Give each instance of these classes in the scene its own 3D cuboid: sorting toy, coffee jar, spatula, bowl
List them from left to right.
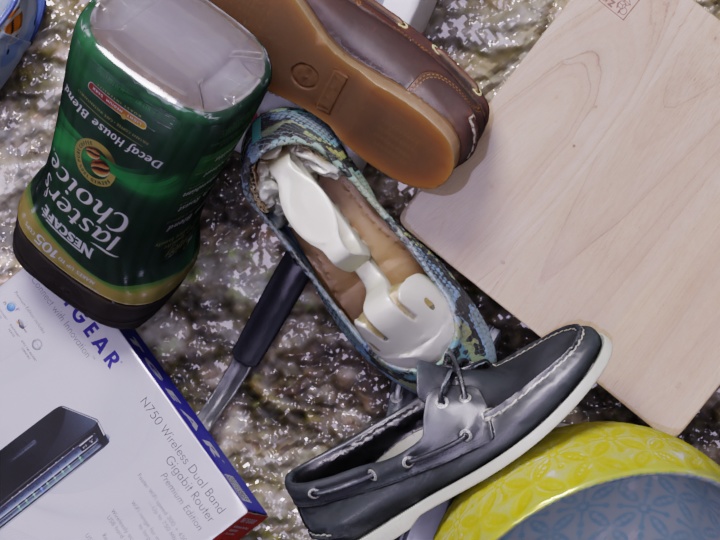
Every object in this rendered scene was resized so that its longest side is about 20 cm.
[{"bbox_3d":[-0.125,-0.059,1.414,0.104,0.085,0.200,35,138,9],"label":"coffee jar"},{"bbox_3d":[-0.078,0.067,1.517,0.056,0.021,0.200,30,92,10],"label":"spatula"},{"bbox_3d":[0.115,0.150,1.443,0.200,0.200,0.108,-32,44,5],"label":"bowl"},{"bbox_3d":[0.162,-0.044,1.469,0.199,0.070,0.200,39,93,4],"label":"sorting toy"}]

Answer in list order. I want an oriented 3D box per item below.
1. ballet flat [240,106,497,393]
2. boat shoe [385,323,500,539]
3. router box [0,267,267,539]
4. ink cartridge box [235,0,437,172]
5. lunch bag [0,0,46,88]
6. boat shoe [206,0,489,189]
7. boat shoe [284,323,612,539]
[{"bbox_3d":[0.000,0.000,1.414,0.074,0.074,0.200,-41,96,4],"label":"ballet flat"},{"bbox_3d":[0.022,0.120,1.481,0.068,0.074,0.200,15,89,9],"label":"boat shoe"},{"bbox_3d":[-0.184,0.116,1.498,0.179,0.049,0.200,-39,76,5],"label":"router box"},{"bbox_3d":[-0.035,-0.160,1.481,0.145,0.088,0.200,24,95,5],"label":"ink cartridge box"},{"bbox_3d":[-0.289,-0.140,1.514,0.160,0.076,0.200,35,94,7],"label":"lunch bag"},{"bbox_3d":[-0.018,-0.125,1.407,0.200,0.070,0.070,40,134,-4],"label":"boat shoe"},{"bbox_3d":[0.042,0.080,1.397,0.199,0.075,0.066,-35,105,19],"label":"boat shoe"}]
